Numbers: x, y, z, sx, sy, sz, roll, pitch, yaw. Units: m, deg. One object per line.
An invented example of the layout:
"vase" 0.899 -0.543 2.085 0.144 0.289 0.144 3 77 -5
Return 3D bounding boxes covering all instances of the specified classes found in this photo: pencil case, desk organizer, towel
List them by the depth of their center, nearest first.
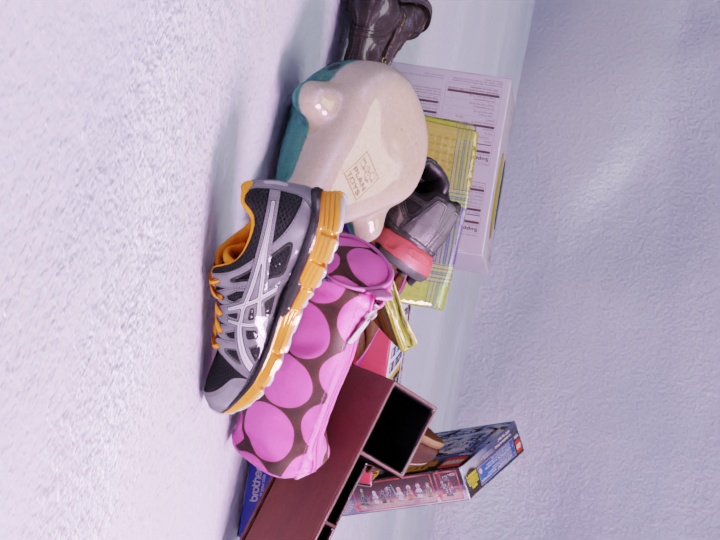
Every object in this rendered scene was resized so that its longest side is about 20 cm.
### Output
"pencil case" -0.038 0.073 1.272 0.091 0.094 0.200 -18 135 -47
"desk organizer" -0.022 0.181 1.353 0.072 0.077 0.200 35 78 -44
"towel" 0.000 0.000 1.419 0.200 0.018 0.086 -134 -157 -64
"towel" 0.037 -0.068 1.602 0.023 0.144 0.200 166 -66 -76

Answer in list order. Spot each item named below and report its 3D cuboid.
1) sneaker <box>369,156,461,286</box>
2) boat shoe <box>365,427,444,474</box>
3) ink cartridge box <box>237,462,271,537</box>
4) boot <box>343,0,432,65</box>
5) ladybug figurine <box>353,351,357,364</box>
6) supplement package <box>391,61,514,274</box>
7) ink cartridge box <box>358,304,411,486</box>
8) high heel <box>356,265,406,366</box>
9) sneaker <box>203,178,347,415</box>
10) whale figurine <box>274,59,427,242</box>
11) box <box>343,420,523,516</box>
"sneaker" 0.028 -0.069 1.442 0.098 0.071 0.200 -52 -144 7
"boat shoe" 0.012 0.163 1.566 0.070 0.070 0.200 -58 144 3
"ink cartridge box" -0.069 0.214 1.491 0.200 0.044 0.094 65 33 -74
"boot" 0.007 -0.192 1.547 0.200 0.069 0.174 17 85 -74
"ladybug figurine" -0.042 0.062 1.423 0.136 0.072 0.200 -69 165 -53
"supplement package" 0.085 -0.113 1.809 0.152 0.151 0.200 49 51 -79
"ink cartridge box" -0.007 0.113 1.667 0.176 0.084 0.200 -49 147 -74
"high heel" 0.000 0.046 1.530 0.200 0.067 0.096 -59 -166 2
"sneaker" -0.078 0.016 1.162 0.078 0.077 0.200 -91 -156 -64
"whale figurine" -0.031 -0.088 1.325 0.200 0.104 0.159 -50 132 -31
"box" 0.059 0.216 1.727 0.137 0.200 0.040 -28 103 -55
